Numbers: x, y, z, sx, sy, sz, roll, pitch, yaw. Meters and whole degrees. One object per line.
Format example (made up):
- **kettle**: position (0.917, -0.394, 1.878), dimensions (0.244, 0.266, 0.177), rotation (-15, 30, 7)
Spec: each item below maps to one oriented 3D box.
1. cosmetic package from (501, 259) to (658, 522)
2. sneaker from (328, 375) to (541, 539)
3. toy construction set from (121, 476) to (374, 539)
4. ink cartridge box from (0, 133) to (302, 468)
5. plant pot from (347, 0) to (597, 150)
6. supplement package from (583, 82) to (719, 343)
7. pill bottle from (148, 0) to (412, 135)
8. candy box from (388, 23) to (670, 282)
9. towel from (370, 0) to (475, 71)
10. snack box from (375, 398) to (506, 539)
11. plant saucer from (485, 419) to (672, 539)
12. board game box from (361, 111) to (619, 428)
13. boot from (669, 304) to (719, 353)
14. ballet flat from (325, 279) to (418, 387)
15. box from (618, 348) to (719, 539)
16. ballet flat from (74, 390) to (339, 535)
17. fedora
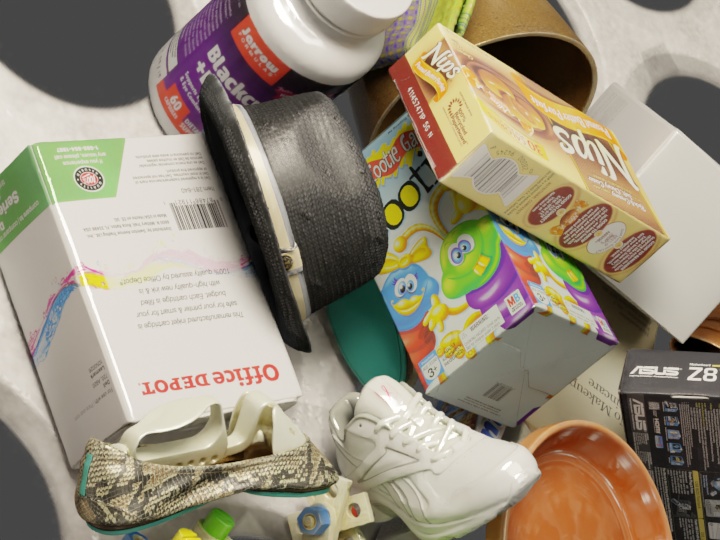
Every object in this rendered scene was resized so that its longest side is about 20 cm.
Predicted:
- **cosmetic package**: position (0.150, 0.097, 1.668), dimensions (0.104, 0.073, 0.200), rotation (35, 46, -20)
- **sneaker**: position (0.036, 0.118, 1.461), dimensions (0.078, 0.200, 0.099), rotation (-35, 107, -32)
- **toy construction set**: position (-0.058, 0.200, 1.425), dimensions (0.131, 0.092, 0.200), rotation (42, 31, 24)
- **ink cartridge box**: position (-0.144, 0.018, 1.458), dimensions (0.145, 0.084, 0.200), rotation (-7, 68, -42)
- **plant pot**: position (0.055, -0.188, 1.707), dimensions (0.186, 0.186, 0.200), rotation (2, 50, -39)
- **supplement package**: position (0.221, -0.048, 1.715), dimensions (0.120, 0.121, 0.200), rotation (39, 8, -15)
- **pill bottle**: position (-0.054, -0.162, 1.563), dimensions (0.111, 0.200, 0.111), rotation (21, 52, -29)
- **candy box**: position (0.118, -0.079, 1.534), dimensions (0.200, 0.055, 0.115), rotation (27, 30, -41)
- **towel**: position (0.010, -0.208, 1.634), dimensions (0.023, 0.200, 0.144), rotation (33, 62, -40)
- **snack box**: position (0.071, 0.119, 1.585), dimensions (0.024, 0.072, 0.200), rotation (44, 44, -17)
- **plant saucer**: position (0.149, 0.203, 1.527), dimensions (0.200, 0.032, 0.200), rotation (14, 71, -47)
- **board game box**: position (0.077, -0.008, 1.556), dimensions (0.105, 0.103, 0.200), rotation (23, 33, -47)
- **boot**: position (0.275, 0.044, 1.745), dimensions (0.200, 0.074, 0.155), rotation (31, 26, 27)
- **ballet flat**: position (0.000, 0.000, 1.608), dimensions (0.062, 0.067, 0.200), rotation (-13, 74, -54)
- **box**: position (0.277, 0.142, 1.620), dimensions (0.200, 0.161, 0.049), rotation (75, 25, -43)
- **ballet flat**: position (-0.088, 0.112, 1.378), dimensions (0.200, 0.068, 0.075), rotation (-6, 107, -41)
- **fedora**: position (-0.039, -0.049, 1.507), dimensions (0.092, 0.201, 0.201), rotation (-20, 75, -8)
